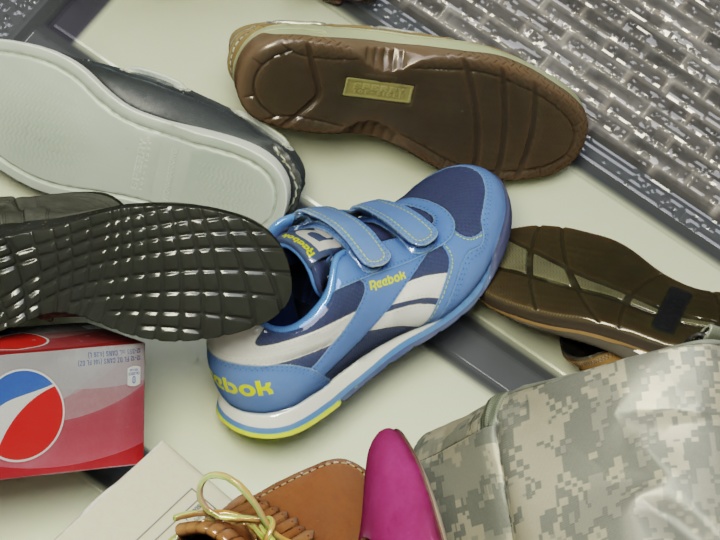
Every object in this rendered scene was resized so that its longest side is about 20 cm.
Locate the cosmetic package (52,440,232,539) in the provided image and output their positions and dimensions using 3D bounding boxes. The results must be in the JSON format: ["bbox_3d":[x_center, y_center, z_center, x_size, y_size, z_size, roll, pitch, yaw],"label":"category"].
[{"bbox_3d":[-0.060,0.189,1.332,0.200,0.071,0.105,41,54,12],"label":"cosmetic package"}]

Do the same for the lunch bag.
[{"bbox_3d":[0.130,0.144,1.299,0.139,0.168,0.201,15,58,-37],"label":"lunch bag"}]

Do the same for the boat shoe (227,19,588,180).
[{"bbox_3d":[0.025,-0.103,1.500,0.199,0.072,0.076,14,20,-19],"label":"boat shoe"}]

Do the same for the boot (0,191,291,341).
[{"bbox_3d":[-0.129,-0.016,1.387,0.199,0.131,0.068,-2,107,4],"label":"boot"}]

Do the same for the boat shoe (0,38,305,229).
[{"bbox_3d":[-0.125,-0.071,1.465,0.199,0.076,0.060,26,21,4],"label":"boat shoe"}]

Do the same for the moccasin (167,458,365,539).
[{"bbox_3d":[-0.065,0.140,1.267,0.201,0.078,0.074,-25,66,-34],"label":"moccasin"}]

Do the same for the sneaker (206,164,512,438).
[{"bbox_3d":[0.000,0.000,1.425,0.200,0.082,0.074,-41,41,-26],"label":"sneaker"}]

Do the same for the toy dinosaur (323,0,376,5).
[{"bbox_3d":[-0.082,-0.195,1.484,0.135,0.200,0.086,1,87,34],"label":"toy dinosaur"}]

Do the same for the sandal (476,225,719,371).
[{"bbox_3d":[0.146,0.032,1.450,0.199,0.055,0.082,17,36,16],"label":"sandal"}]

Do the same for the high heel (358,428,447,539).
[{"bbox_3d":[-0.003,0.171,1.257,0.096,0.067,0.201,-6,68,-7],"label":"high heel"}]

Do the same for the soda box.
[{"bbox_3d":[-0.205,0.067,1.335,0.199,0.070,0.064,-5,101,-31],"label":"soda box"}]
